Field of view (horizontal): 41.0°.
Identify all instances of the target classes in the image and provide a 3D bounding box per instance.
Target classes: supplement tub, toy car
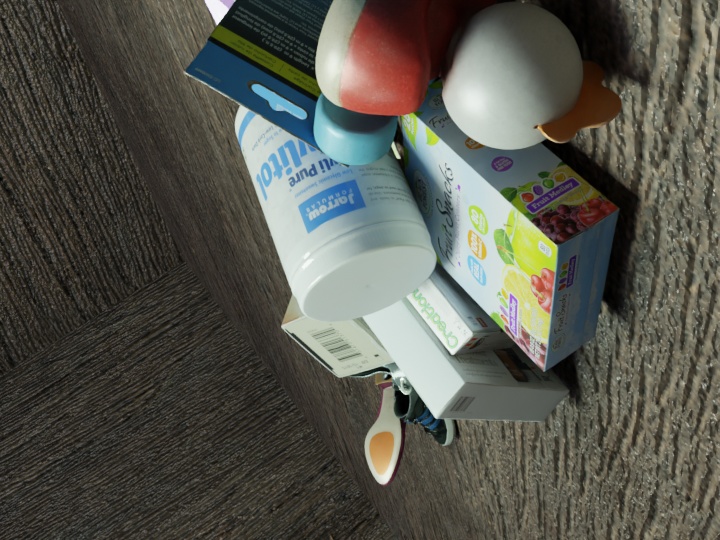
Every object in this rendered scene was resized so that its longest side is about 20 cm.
[{"bbox_3d":[-0.025,-0.072,0.857,0.132,0.131,0.201,88,162,-64],"label":"supplement tub"},{"bbox_3d":[0.086,-0.153,0.656,0.199,0.177,0.185,26,144,9],"label":"toy car"}]

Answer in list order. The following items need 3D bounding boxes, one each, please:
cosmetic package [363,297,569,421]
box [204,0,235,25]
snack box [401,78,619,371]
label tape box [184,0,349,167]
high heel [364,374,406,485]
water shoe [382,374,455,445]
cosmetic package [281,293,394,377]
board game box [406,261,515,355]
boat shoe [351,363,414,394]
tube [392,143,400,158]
[{"bbox_3d":[0.104,0.079,0.968,0.199,0.052,0.151,12,-149,-50],"label":"cosmetic package"},{"bbox_3d":[-0.108,-0.282,0.892,0.201,0.039,0.137,63,-153,-21],"label":"box"},{"bbox_3d":[0.117,-0.041,0.809,0.200,0.067,0.169,49,160,35],"label":"snack box"},{"bbox_3d":[-0.045,-0.168,0.788,0.143,0.201,0.063,29,144,-4],"label":"label tape box"},{"bbox_3d":[0.054,0.248,1.538,0.096,0.067,0.202,40,-139,-53],"label":"high heel"},{"bbox_3d":[0.086,0.206,1.486,0.071,0.079,0.201,39,157,51],"label":"water shoe"},{"bbox_3d":[0.000,0.000,1.039,0.087,0.201,0.103,-20,127,39],"label":"cosmetic package"},{"bbox_3d":[0.071,-0.006,0.948,0.200,0.035,0.126,53,-155,23],"label":"board game box"},{"bbox_3d":[0.058,0.113,1.093,0.199,0.062,0.073,14,160,36],"label":"boat shoe"},{"bbox_3d":[-0.021,-0.175,1.103,0.058,0.052,0.200,18,-176,-33],"label":"tube"}]
